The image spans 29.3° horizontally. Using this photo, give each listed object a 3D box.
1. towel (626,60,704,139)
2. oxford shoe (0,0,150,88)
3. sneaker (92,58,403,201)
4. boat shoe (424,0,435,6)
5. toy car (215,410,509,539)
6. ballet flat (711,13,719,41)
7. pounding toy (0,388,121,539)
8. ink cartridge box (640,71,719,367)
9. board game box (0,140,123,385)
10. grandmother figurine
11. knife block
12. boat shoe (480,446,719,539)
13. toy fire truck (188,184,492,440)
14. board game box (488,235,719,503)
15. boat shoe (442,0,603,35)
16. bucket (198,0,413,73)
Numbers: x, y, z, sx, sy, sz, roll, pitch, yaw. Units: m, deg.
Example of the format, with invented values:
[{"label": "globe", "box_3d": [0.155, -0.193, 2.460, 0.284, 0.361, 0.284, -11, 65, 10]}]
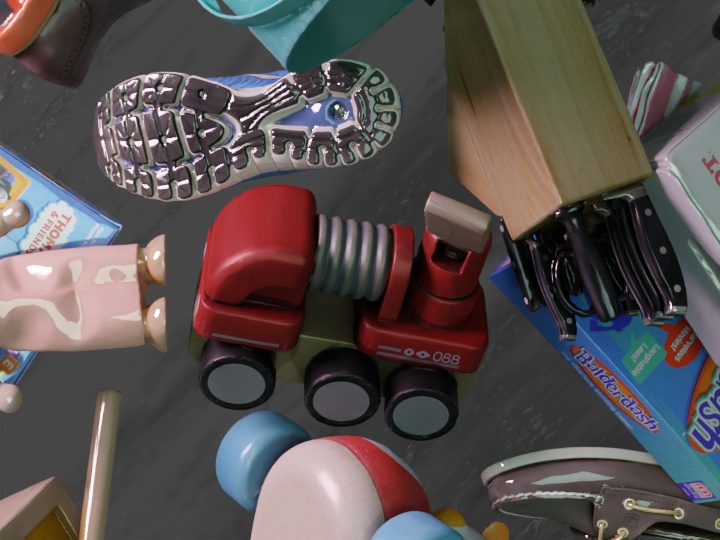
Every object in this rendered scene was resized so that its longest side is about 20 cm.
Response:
[{"label": "towel", "box_3d": [0.248, -0.035, 0.871, 0.198, 0.030, 0.148, 19, 70, -18]}, {"label": "oxford shoe", "box_3d": [-0.150, -0.205, 0.834, 0.072, 0.071, 0.201, 35, 86, -39]}, {"label": "sneaker", "box_3d": [-0.068, -0.084, 0.843, 0.198, 0.089, 0.079, -3, 92, 12]}, {"label": "boat shoe", "box_3d": [0.031, -0.191, 0.849, 0.198, 0.074, 0.061, -23, 98, -3]}, {"label": "toy car", "box_3d": [0.030, 0.185, 0.855, 0.199, 0.184, 0.179, 0, 107, -40]}, {"label": "ballet flat", "box_3d": [0.321, -0.121, 0.918, 0.200, 0.067, 0.057, 41, 128, -9]}, {"label": "pounding toy", "box_3d": [-0.192, 0.208, 0.804, 0.141, 0.200, 0.185, -25, 100, 23]}, {"label": "ink cartridge box", "box_3d": [0.259, -0.058, 0.813, 0.200, 0.083, 0.146, -39, 98, -20]}, {"label": "board game box", "box_3d": [-0.269, -0.022, 0.836, 0.199, 0.037, 0.152, 35, 89, -10]}, {"label": "grandmother figurine", "box_3d": [-0.213, 0.023, 0.805, 0.198, 0.061, 0.122, -1, 69, -7]}, {"label": "knife block", "box_3d": [0.116, -0.066, 0.756, 0.064, 0.176, 0.202, -18, 127, -21]}, {"label": "boat shoe", "box_3d": [0.177, 0.154, 0.898, 0.198, 0.072, 0.060, 4, 66, -13]}, {"label": "toy fire truck", "box_3d": [0.000, 0.000, 0.786, 0.174, 0.129, 0.201, 11, 130, -9]}, {"label": "board game box", "box_3d": [0.199, 0.023, 0.877, 0.200, 0.045, 0.152, 47, 65, -7]}, {"label": "boat shoe", "box_3d": [0.141, -0.203, 0.866, 0.200, 0.076, 0.074, -45, 105, -2]}, {"label": "bucket", "box_3d": [-0.013, -0.212, 0.723, 0.207, 0.207, 0.135, -40, 88, -3]}]
